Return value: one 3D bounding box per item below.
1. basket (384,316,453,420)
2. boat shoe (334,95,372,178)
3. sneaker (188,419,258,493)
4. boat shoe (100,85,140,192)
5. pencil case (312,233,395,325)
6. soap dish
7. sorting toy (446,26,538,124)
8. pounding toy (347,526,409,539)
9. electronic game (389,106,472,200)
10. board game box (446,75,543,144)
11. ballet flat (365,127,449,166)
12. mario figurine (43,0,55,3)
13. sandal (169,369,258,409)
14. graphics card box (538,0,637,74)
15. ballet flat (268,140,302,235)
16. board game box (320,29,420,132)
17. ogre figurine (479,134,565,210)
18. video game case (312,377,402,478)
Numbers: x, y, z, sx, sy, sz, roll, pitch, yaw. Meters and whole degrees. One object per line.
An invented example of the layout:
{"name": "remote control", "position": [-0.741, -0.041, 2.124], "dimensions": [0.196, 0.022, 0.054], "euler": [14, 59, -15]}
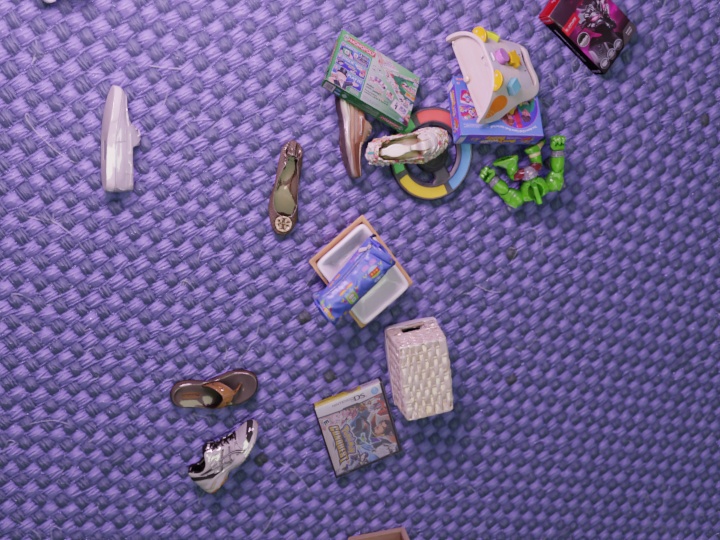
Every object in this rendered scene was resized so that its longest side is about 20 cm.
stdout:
{"name": "basket", "position": [0.139, 0.231, 1.556], "dimensions": [0.132, 0.123, 0.206], "euler": [-11, 108, -9]}
{"name": "boat shoe", "position": [-0.008, -0.297, 1.409], "dimensions": [0.070, 0.076, 0.206], "euler": [-9, 108, -13]}
{"name": "sneaker", "position": [-0.314, 0.413, 1.517], "dimensions": [0.087, 0.076, 0.201], "euler": [38, 92, -20]}
{"name": "boat shoe", "position": [-0.468, -0.255, 1.313], "dimensions": [0.067, 0.071, 0.206], "euler": [-1, 99, -35]}
{"name": "pencil case", "position": [-0.016, 0.019, 1.399], "dimensions": [0.200, 0.078, 0.087], "euler": [-45, 139, 0]}
{"name": "soap dish", "position": [0.000, 0.000, 1.483], "dimensions": [0.156, 0.081, 0.201], "euler": [-39, 109, -1]}
{"name": "sorting toy", "position": [0.302, -0.430, 1.416], "dimensions": [0.177, 0.106, 0.205], "euler": [-11, 77, -35]}
{"name": "pounding toy", "position": [0.050, 0.766, 1.633], "dimensions": [0.179, 0.200, 0.146], "euler": [-6, 106, -12]}
{"name": "electronic game", "position": [0.157, -0.257, 1.476], "dimensions": [0.194, 0.042, 0.206], "euler": [-3, 105, -12]}
{"name": "board game box", "position": [0.293, -0.348, 1.453], "dimensions": [0.194, 0.045, 0.138], "euler": [-1, 77, -13]}
{"name": "ballet flat", "position": [0.106, -0.257, 1.407], "dimensions": [0.195, 0.064, 0.078], "euler": [-16, 103, -13]}
{"name": "mario figurine", "position": [-0.571, -0.575, 1.210], "dimensions": [0.198, 0.107, 0.124], "euler": [35, 131, -9]}
{"name": "sandal", "position": [-0.326, 0.273, 1.488], "dimensions": [0.194, 0.055, 0.084], "euler": [-3, 105, -13]}
{"name": "graphics card box", "position": [0.506, -0.549, 1.481], "dimensions": [0.198, 0.051, 0.127], "euler": [36, 94, -20]}
{"name": "ballet flat", "position": [-0.155, -0.174, 1.418], "dimensions": [0.066, 0.046, 0.206], "euler": [8, 102, -15]}
{"name": "board game box", "position": [0.025, -0.390, 1.379], "dimensions": [0.197, 0.029, 0.138], "euler": [26, 62, -18]}
{"name": "ogre figurine", "position": [0.379, -0.214, 1.512], "dimensions": [0.196, 0.098, 0.122], "euler": [-27, 106, -7]}
{"name": "video game case", "position": [-0.005, 0.381, 1.611], "dimensions": [0.176, 0.026, 0.205], "euler": [-19, 108, -9]}
